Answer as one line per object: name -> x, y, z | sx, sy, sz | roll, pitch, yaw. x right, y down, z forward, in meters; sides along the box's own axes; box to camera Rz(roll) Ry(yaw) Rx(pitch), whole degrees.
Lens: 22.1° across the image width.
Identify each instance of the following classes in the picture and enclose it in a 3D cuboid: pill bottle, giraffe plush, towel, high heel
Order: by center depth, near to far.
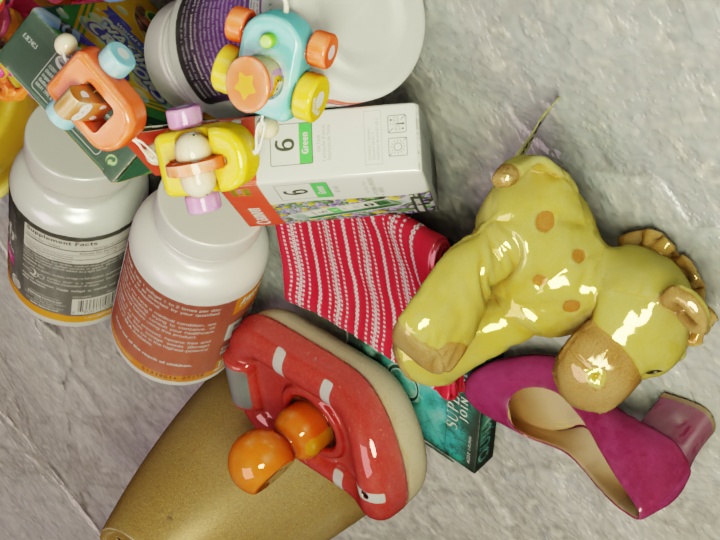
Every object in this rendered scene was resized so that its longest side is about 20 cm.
giraffe plush -> 0.135, 0.018, 1.159 | 0.162, 0.173, 0.200 | 35, 111, 7
pill bottle -> -0.059, -0.157, 1.230 | 0.200, 0.111, 0.112 | -5, 119, 52
high heel -> 0.135, 0.112, 1.255 | 0.200, 0.096, 0.068 | 6, 128, 41
towel -> 0.000, 0.000, 1.341 | 0.200, 0.022, 0.145 | 31, 140, 41
pill bottle -> -0.135, 0.000, 1.479 | 0.112, 0.112, 0.200 | 43, 147, 13
pill bottle -> -0.238, -0.051, 1.554 | 0.116, 0.116, 0.200 | 39, 146, 18

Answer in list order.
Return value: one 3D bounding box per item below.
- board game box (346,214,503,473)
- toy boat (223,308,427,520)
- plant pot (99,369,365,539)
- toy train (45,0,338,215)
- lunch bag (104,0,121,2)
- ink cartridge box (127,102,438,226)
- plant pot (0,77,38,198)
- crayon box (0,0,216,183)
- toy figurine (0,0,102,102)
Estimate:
board game box -> 0.047, 0.049, 1.382 | 0.135, 0.028, 0.200 | 32, 143, 27
toy boat -> -0.047, 0.127, 1.426 | 0.200, 0.131, 0.131 | 29, 143, 35
plant pot -> -0.121, 0.197, 1.578 | 0.186, 0.200, 0.187 | 33, 144, 28
toy train -> -0.111, -0.115, 1.131 | 0.200, 0.056, 0.150 | -35, 91, 30
lunch bag -> -0.106, -0.267, 1.137 | 0.083, 0.161, 0.200 | 50, 148, 17
ink cartridge box -> -0.052, -0.066, 1.227 | 0.109, 0.199, 0.051 | 57, -151, -75
plant pot -> -0.388, -0.166, 1.570 | 0.189, 0.200, 0.201 | 38, 149, 47
crayon box -> -0.162, -0.138, 1.352 | 0.126, 0.200, 0.052 | 46, 112, 7
toy figurine -> -0.255, -0.189, 1.381 | 0.150, 0.184, 0.201 | -6, 75, 28
